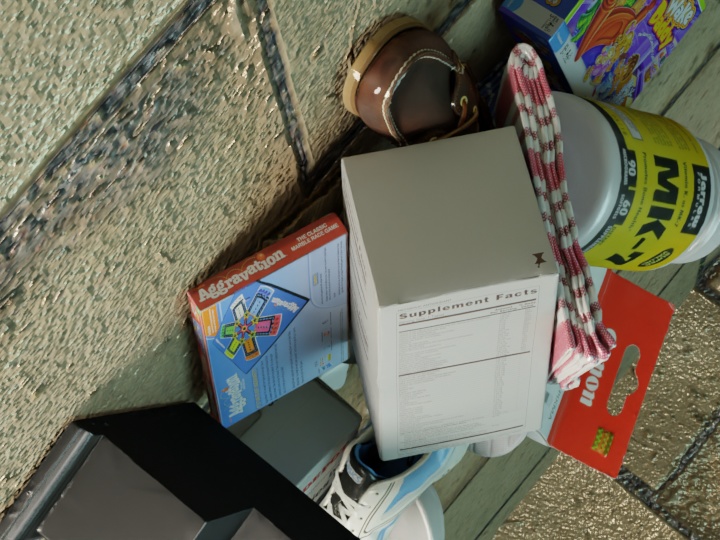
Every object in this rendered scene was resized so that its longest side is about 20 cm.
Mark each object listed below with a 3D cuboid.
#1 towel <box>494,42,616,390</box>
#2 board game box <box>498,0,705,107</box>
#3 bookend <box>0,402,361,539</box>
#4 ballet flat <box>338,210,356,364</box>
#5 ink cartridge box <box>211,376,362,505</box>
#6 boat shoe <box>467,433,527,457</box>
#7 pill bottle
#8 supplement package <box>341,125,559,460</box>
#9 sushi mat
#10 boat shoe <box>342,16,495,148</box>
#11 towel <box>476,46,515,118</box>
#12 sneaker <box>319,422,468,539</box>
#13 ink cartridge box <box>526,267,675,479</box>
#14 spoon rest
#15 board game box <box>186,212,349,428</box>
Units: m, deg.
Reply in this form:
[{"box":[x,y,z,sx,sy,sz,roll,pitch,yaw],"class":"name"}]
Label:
[{"box":[0.117,-0.030,1.303,0.030,0.201,0.146,-10,170,-4],"class":"towel"},{"box":[0.173,-0.184,1.457,0.135,0.045,0.200,-53,157,-4],"class":"board game box"},{"box":[-0.089,0.181,1.281,0.092,0.200,0.199,-54,167,9],"class":"bookend"},{"box":[0.000,0.000,1.400,0.067,0.046,0.200,-10,152,-6],"class":"ballet flat"},{"box":[-0.085,0.173,1.526,0.147,0.083,0.200,-45,164,-30],"class":"ink cartridge box"},{"box":[0.110,0.057,1.519,0.200,0.072,0.071,101,16,-47],"class":"boat shoe"},{"box":[0.177,-0.058,1.458,0.200,0.114,0.114,5,124,-52],"class":"pill bottle"},{"box":[0.054,0.018,1.295,0.113,0.110,0.200,-11,149,-6],"class":"supplement package"},{"box":[-0.050,0.011,1.375,0.096,0.012,0.200,-44,164,-33],"class":"sushi mat"},{"box":[0.046,-0.101,1.279,0.070,0.070,0.200,-52,166,6],"class":"boat shoe"},{"box":[0.114,-0.136,1.531,0.200,0.024,0.145,-44,166,-23],"class":"towel"},{"box":[0.000,0.160,1.485,0.072,0.072,0.200,18,117,-42],"class":"sneaker"},{"box":[0.160,0.055,1.641,0.050,0.200,0.163,-13,-127,63],"class":"ink cartridge box"},{"box":[0.004,0.151,1.575,0.060,0.200,0.100,-13,140,-24],"class":"spoon rest"},{"box":[-0.055,0.036,1.325,0.103,0.019,0.200,-30,159,-13],"class":"board game box"}]
